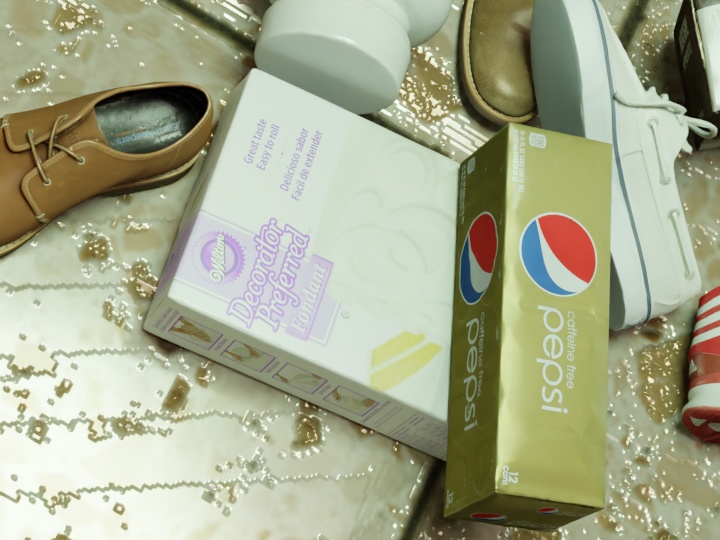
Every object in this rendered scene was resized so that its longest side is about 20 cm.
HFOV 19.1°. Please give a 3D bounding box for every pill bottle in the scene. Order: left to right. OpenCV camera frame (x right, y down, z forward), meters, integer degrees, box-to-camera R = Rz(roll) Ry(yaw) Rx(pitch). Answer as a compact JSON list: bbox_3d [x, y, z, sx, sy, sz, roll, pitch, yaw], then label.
[{"bbox_3d":[0.007,-0.194,1.208,0.112,0.113,0.201,21,66,-13],"label":"pill bottle"}]

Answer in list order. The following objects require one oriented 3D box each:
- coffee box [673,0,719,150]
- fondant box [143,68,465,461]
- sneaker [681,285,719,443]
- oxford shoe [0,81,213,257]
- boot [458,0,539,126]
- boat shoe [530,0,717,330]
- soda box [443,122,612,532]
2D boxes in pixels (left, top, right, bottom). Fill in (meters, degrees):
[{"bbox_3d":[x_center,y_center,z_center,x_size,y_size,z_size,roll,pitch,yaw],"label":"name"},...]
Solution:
[{"bbox_3d":[0.290,-0.134,1.251,0.198,0.113,0.080,-9,82,2],"label":"coffee box"},{"bbox_3d":[0.000,0.000,1.169,0.199,0.058,0.145,24,66,-11],"label":"fondant box"},{"bbox_3d":[0.286,0.052,1.250,0.199,0.078,0.116,13,69,-18],"label":"sneaker"},{"bbox_3d":[-0.167,-0.059,1.120,0.199,0.071,0.072,-25,84,-24],"label":"oxford shoe"},{"bbox_3d":[0.117,-0.178,1.266,0.073,0.075,0.201,30,67,-14],"label":"boot"},{"bbox_3d":[0.159,-0.073,1.219,0.086,0.075,0.203,-17,97,-17],"label":"boat shoe"},{"bbox_3d":[0.089,0.031,1.123,0.064,0.068,0.201,10,70,-19],"label":"soda box"}]
